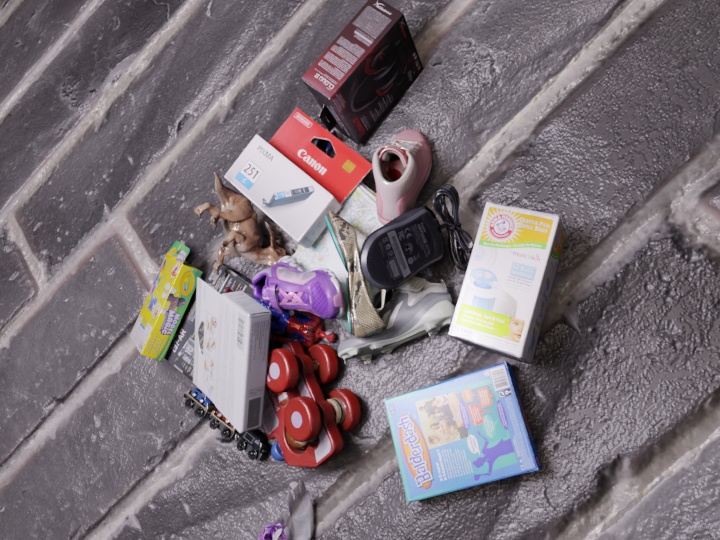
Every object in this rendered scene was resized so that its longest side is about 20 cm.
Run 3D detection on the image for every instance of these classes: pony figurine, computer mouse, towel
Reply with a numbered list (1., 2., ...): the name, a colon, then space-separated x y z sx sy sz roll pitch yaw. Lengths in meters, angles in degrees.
1. pony figurine: -0.122 0.444 0.962 0.196 0.167 0.196 -14 104 17
2. computer mouse: 0.075 -0.035 0.962 0.052 0.198 0.141 4 115 61
3. towel: -0.011 -0.029 1.049 0.171 0.048 0.201 42 97 29

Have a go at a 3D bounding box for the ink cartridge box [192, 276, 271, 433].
1. ink cartridge box: -0.212 0.129 1.032 0.173 0.043 0.204 28 117 46

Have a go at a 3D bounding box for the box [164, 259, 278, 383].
1. box: -0.245 0.108 1.141 0.159 0.043 0.202 29 90 27

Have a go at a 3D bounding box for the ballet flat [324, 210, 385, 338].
1. ballet flat: 0.000 0.000 0.980 0.074 0.068 0.204 -13 76 0

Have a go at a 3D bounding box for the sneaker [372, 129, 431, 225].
1. sneaker: 0.067 -0.175 1.005 0.074 0.106 0.203 8 54 14

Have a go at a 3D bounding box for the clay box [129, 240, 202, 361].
1. clay box: -0.353 0.051 1.175 0.114 0.047 0.203 21 86 58

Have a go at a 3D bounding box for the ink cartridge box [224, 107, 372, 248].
1. ink cartridge box: -0.106 -0.165 1.067 0.199 0.045 0.177 39 90 24

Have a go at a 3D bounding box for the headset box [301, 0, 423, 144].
1. headset box: 0.001 -0.321 1.067 0.075 0.149 0.201 40 88 26

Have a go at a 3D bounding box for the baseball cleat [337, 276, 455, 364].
1. baseball cleat: 0.050 0.073 1.011 0.197 0.070 0.108 -20 67 8

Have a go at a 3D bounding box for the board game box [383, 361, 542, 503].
1. board game box: 0.145 0.237 0.935 0.197 0.045 0.155 -20 71 18

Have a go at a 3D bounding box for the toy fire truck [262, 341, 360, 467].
1. toy fire truck: -0.104 0.221 1.028 0.168 0.111 0.202 -45 61 34

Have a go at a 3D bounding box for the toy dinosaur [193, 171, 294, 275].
1. toy dinosaur: -0.201 -0.077 1.109 0.085 0.134 0.204 -3 109 56

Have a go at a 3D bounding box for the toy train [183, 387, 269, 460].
1. toy train: -0.233 0.258 1.104 0.198 0.034 0.046 28 86 27

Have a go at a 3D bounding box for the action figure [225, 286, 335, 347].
1. action figure: -0.135 0.084 1.065 0.196 0.052 0.067 17 85 -2

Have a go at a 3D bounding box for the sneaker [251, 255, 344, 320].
1. sneaker: -0.103 0.035 0.992 0.199 0.087 0.082 17 116 50

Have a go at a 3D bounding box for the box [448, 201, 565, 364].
1. box: 0.215 0.018 0.925 0.111 0.101 0.204 15 84 26

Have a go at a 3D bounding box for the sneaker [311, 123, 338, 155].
1. sneaker: -0.093 -0.166 1.123 0.087 0.075 0.204 6 81 24
